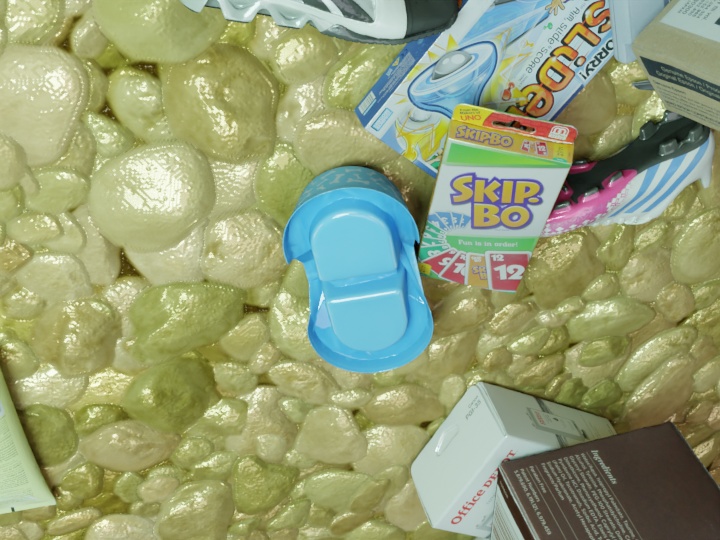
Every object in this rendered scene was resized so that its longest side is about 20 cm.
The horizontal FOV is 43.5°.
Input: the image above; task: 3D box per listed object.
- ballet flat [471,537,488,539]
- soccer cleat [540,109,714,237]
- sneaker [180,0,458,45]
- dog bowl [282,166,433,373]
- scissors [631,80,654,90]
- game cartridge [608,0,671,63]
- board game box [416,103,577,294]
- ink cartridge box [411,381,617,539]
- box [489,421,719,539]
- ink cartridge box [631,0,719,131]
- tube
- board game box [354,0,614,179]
[{"bbox_3d":[0.192,0.322,1.084,0.197,0.076,0.065,-10,97,-17],"label":"ballet flat"},{"bbox_3d":[0.223,-0.064,0.794,0.198,0.070,0.087,-25,129,1],"label":"soccer cleat"},{"bbox_3d":[-0.017,-0.208,0.604,0.197,0.075,0.089,2,127,-20],"label":"sneaker"},{"bbox_3d":[0.000,0.000,0.769,0.110,0.050,0.202,-9,128,5],"label":"dog bowl"},{"bbox_3d":[0.328,-0.170,0.790,0.197,0.014,0.074,10,124,-23],"label":"scissors"},{"bbox_3d":[0.267,-0.252,0.668,0.198,0.041,0.134,-25,127,-12],"label":"game cartridge"},{"bbox_3d":[0.103,-0.051,0.730,0.094,0.030,0.201,11,144,2],"label":"board game box"},{"bbox_3d":[0.175,0.219,0.980,0.198,0.083,0.147,19,118,-29],"label":"ink cartridge box"},{"bbox_3d":[0.247,0.281,0.890,0.197,0.165,0.168,-11,128,-12],"label":"box"},{"bbox_3d":[0.307,-0.176,0.590,0.200,0.165,0.075,-46,124,2],"label":"ink cartridge box"},{"bbox_3d":[-0.324,0.151,0.791,0.057,0.052,0.202,19,133,20],"label":"tube"},{"bbox_3d":[0.108,-0.161,0.706,0.134,0.035,0.200,28,112,-33],"label":"board game box"}]
